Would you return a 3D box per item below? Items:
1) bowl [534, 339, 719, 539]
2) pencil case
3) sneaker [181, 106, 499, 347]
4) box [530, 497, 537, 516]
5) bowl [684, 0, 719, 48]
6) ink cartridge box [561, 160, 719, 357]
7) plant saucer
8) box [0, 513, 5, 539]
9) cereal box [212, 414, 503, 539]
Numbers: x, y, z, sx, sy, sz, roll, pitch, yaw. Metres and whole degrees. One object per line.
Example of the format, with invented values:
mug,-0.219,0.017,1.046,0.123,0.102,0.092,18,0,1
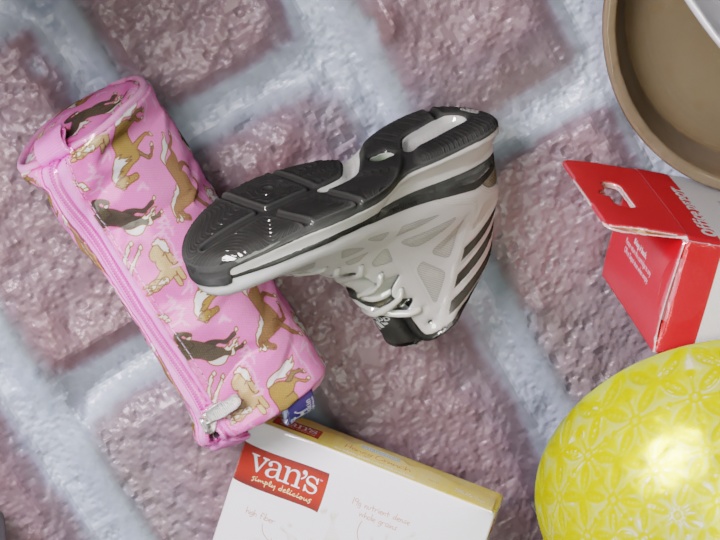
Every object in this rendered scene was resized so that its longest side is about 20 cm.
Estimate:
bowl,0.193,0.144,1.307,0.199,0.108,0.201,-2,130,-2
pencil case,-0.097,-0.004,1.304,0.083,0.087,0.200,-32,109,-3
sneaker,0.000,0.000,1.299,0.200,0.076,0.116,-25,119,-34
box,0.221,0.152,1.430,0.158,0.048,0.200,-43,109,7
bowl,0.227,-0.214,1.231,0.200,0.075,0.200,-28,101,10
ink cartridge box,0.204,0.003,1.342,0.199,0.116,0.067,10,108,-12
plant saucer,0.223,-0.138,1.346,0.199,0.029,0.201,-3,108,-8
box,-0.273,0.129,1.273,0.200,0.158,0.048,29,101,-18
cereal box,-0.020,0.191,1.384,0.143,0.040,0.201,20,105,8
